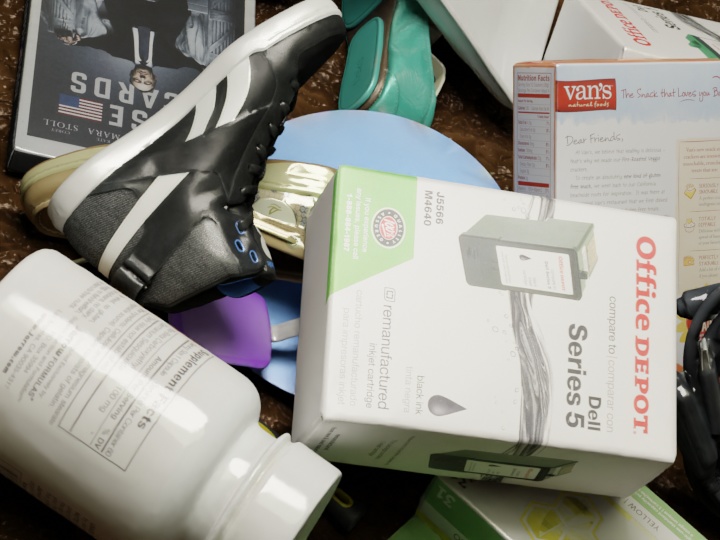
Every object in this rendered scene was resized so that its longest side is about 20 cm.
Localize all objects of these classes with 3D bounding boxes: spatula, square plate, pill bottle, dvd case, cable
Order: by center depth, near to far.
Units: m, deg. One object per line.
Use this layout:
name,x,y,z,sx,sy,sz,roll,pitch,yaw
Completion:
pill bottle,-0.115,0.088,1.198,0.199,0.115,0.114,33,46,6
spatula,-0.013,0.032,1.307,0.198,0.021,0.057,2,53,-11
cable,0.261,0.078,1.325,0.162,0.201,0.051,-26,23,1
dvd case,-0.140,-0.126,1.434,0.149,0.025,0.201,11,47,-14
square plate,0.062,-0.225,1.538,0.198,0.028,0.201,50,31,-21

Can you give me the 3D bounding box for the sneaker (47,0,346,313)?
sneaker,-0.064,-0.052,1.262,0.200,0.073,0.112,-39,82,-9

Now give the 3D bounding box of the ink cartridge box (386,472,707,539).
ink cartridge box,0.087,0.171,1.262,0.145,0.048,0.200,41,46,14

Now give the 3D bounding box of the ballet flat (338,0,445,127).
ballet flat,0.024,-0.155,1.515,0.070,0.067,0.201,33,41,-28

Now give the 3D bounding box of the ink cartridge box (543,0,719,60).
ink cartridge box,0.230,-0.111,1.506,0.198,0.085,0.146,11,19,-16

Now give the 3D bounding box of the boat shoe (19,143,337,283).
boat shoe,-0.101,-0.029,1.315,0.198,0.073,0.063,1,63,6

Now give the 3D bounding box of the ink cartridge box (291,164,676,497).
ink cartridge box,0.070,0.035,1.253,0.198,0.084,0.147,8,69,-12

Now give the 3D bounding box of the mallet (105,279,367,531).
mallet,-0.073,0.071,1.290,0.199,0.041,0.066,35,44,1

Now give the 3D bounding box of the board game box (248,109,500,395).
board game box,0.000,0.000,1.370,0.157,0.039,0.201,19,62,4

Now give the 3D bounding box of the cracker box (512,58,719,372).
cracker box,0.161,-0.027,1.376,0.133,0.058,0.202,-3,97,-26
